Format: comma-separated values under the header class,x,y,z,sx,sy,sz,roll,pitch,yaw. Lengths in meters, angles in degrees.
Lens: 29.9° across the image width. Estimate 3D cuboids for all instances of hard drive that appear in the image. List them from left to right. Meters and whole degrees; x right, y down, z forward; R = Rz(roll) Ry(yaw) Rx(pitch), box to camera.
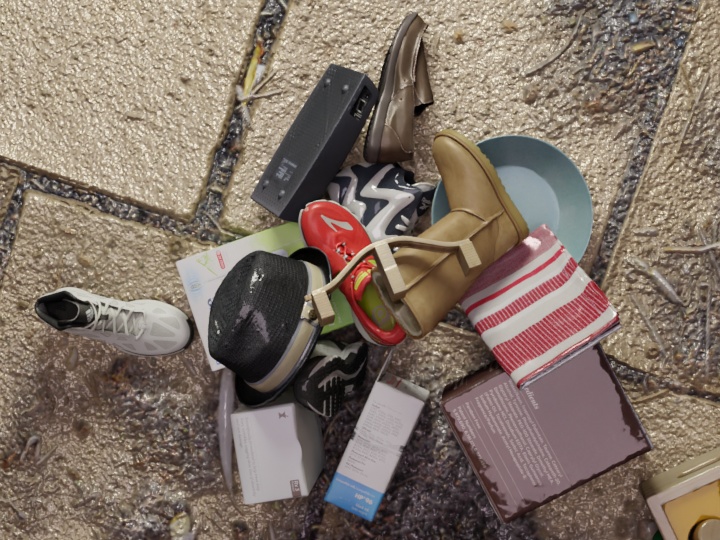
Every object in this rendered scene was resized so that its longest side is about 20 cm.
class,x,y,z,sx,sy,sz,roll,pitch,yaw
hard drive,-0.055,-0.155,1.660,0.042,0.135,0.200,31,91,-26

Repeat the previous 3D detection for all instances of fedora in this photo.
class,x,y,z,sx,sy,sz,roll,pitch,yaw
fedora,-0.117,0.051,1.550,0.091,0.201,0.201,28,95,-27

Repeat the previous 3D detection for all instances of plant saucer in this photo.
class,x,y,z,sx,sy,sz,roll,pitch,yaw
plant saucer,0.186,-0.067,1.671,0.200,0.039,0.202,0,95,-1

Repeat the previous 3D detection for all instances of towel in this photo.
class,x,y,z,sx,sy,sz,roll,pitch,yaw
towel,0.200,0.038,1.575,0.144,0.200,0.023,-33,130,2

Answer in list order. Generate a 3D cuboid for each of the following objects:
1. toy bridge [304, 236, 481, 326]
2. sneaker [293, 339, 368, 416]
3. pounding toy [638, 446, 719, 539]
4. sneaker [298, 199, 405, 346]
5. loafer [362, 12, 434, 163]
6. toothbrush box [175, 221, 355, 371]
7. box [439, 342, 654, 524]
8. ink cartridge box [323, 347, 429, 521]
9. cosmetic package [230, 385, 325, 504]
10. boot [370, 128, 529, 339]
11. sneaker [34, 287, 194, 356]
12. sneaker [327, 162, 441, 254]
class,x,y,z,sx,sy,sz,roll,pitch,yaw
toy bridge,0.031,0.000,1.504,0.199,0.027,0.067,-18,71,-12
sneaker,-0.052,0.127,1.633,0.080,0.200,0.074,9,97,14
pounding toy,0.427,0.327,1.610,0.199,0.142,0.185,-26,88,6
sneaker,0.000,0.000,1.595,0.077,0.085,0.200,-34,94,-7
loafer,0.057,-0.219,1.665,0.071,0.073,0.201,15,79,-4
toothbrush box,-0.109,0.024,1.689,0.199,0.086,0.146,-18,89,8
box,0.218,0.175,1.617,0.200,0.166,0.165,-28,88,6
ink cartridge box,0.030,0.195,1.662,0.068,0.116,0.201,24,95,4
cosmetic package,-0.096,0.206,1.634,0.081,0.200,0.113,-9,90,6
boot,0.087,-0.047,1.573,0.200,0.066,0.175,-39,92,-26
sneaker,-0.315,0.069,1.696,0.200,0.115,0.076,11,92,5
sneaker,0.054,-0.053,1.671,0.129,0.079,0.200,-25,79,15
